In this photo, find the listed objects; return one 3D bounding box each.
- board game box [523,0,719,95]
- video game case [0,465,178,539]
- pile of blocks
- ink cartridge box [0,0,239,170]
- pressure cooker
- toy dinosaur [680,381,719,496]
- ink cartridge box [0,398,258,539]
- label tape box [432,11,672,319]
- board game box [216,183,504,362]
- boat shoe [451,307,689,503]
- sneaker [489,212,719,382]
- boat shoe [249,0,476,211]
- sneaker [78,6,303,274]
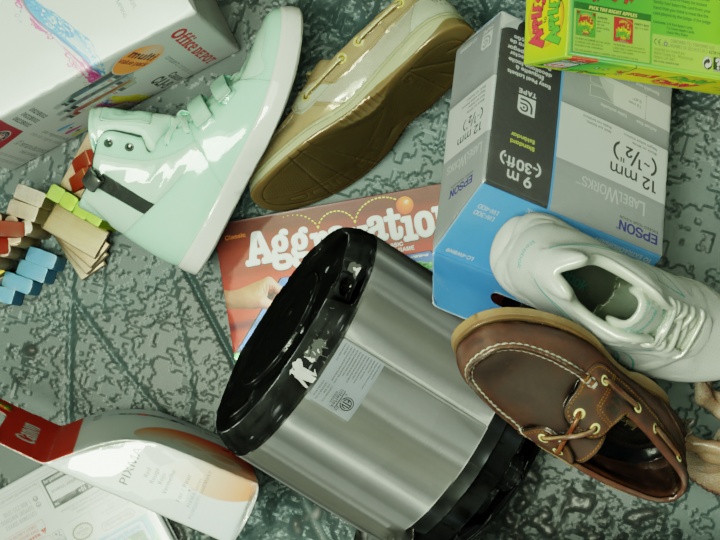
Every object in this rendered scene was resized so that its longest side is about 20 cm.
[{"bbox_3d":[0.203,-0.177,1.221,0.200,0.048,0.102,4,86,-31],"label":"board game box"},{"bbox_3d":[-0.220,0.240,1.327,0.200,0.024,0.182,-29,83,5],"label":"video game case"},{"bbox_3d":[-0.236,-0.023,1.326,0.200,0.062,0.082,-37,82,5],"label":"pile of blocks"},{"bbox_3d":[-0.212,-0.184,1.290,0.200,0.145,0.145,-28,83,6],"label":"ink cartridge box"},{"bbox_3d":[0.025,0.091,1.214,0.200,0.179,0.176,32,130,-12],"label":"pressure cooker"},{"bbox_3d":[0.287,0.116,1.237,0.200,0.086,0.136,-28,119,22],"label":"toy dinosaur"},{"bbox_3d":[-0.168,0.111,1.237,0.200,0.162,0.050,27,90,-7],"label":"ink cartridge box"},{"bbox_3d":[0.128,-0.052,1.205,0.143,0.066,0.200,21,58,-23],"label":"label tape box"},{"bbox_3d":[0.000,0.000,1.312,0.200,0.019,0.103,-10,84,7],"label":"board game box"},{"bbox_3d":[0.137,0.086,1.129,0.070,0.200,0.070,-38,43,31],"label":"boat shoe"},{"bbox_3d":[0.175,0.030,1.155,0.200,0.080,0.071,23,96,-26],"label":"sneaker"},{"bbox_3d":[-0.005,-0.121,1.298,0.200,0.074,0.066,-38,54,15],"label":"boat shoe"},{"bbox_3d":[-0.122,-0.109,1.271,0.118,0.074,0.201,26,96,-10],"label":"sneaker"}]
